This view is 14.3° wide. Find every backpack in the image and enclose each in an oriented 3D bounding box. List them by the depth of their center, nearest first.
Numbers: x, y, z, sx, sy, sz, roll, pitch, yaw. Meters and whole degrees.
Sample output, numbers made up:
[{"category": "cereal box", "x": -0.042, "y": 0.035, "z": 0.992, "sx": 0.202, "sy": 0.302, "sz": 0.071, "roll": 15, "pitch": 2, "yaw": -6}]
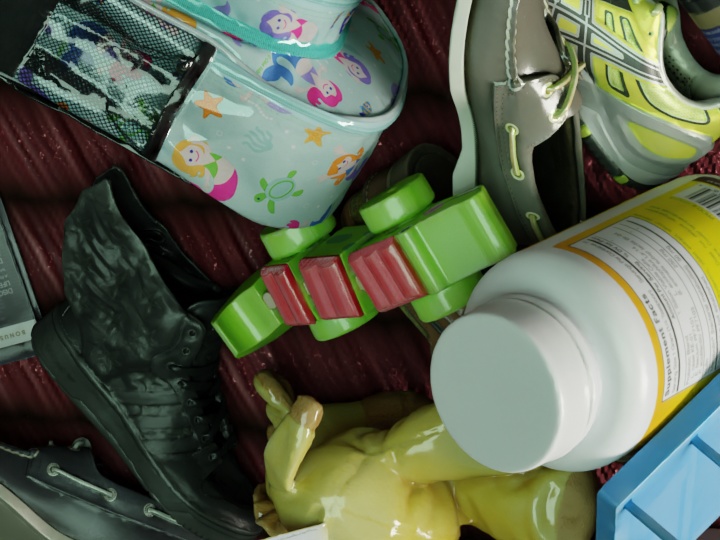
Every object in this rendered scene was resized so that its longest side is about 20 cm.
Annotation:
[{"category": "backpack", "x": -0.070, "y": -0.119, "z": 1.411, "sx": 0.200, "sy": 0.178, "sz": 0.151, "roll": 36, "pitch": 114, "yaw": -8}]

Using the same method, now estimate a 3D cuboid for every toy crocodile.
[{"category": "toy crocodile", "x": 0.000, "y": 0.000, "z": 1.439, "sx": 0.199, "sy": 0.062, "sz": 0.068, "roll": -14, "pitch": 108, "yaw": 47}]

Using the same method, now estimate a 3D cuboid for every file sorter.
[{"category": "file sorter", "x": 0.224, "y": 0.108, "z": 1.393, "sx": 0.200, "sy": 0.139, "sz": 0.123, "roll": -42, "pitch": 66, "yaw": -18}]

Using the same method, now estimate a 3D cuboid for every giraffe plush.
[{"category": "giraffe plush", "x": 0.011, "y": 0.119, "z": 1.492, "sx": 0.199, "sy": 0.162, "sz": 0.174, "roll": 2, "pitch": 100, "yaw": -12}]

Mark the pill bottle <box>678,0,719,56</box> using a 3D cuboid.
[{"category": "pill bottle", "x": 0.254, "y": -0.095, "z": 1.407, "sx": 0.112, "sy": 0.112, "sz": 0.200, "roll": -36, "pitch": 100, "yaw": 16}]

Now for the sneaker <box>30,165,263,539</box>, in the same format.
[{"category": "sneaker", "x": -0.099, "y": 0.049, "z": 1.527, "sx": 0.104, "sy": 0.060, "sz": 0.200, "roll": -41, "pitch": 95, "yaw": 22}]

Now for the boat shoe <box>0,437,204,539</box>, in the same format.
[{"category": "boat shoe", "x": -0.160, "y": 0.126, "z": 1.573, "sx": 0.199, "sy": 0.073, "sz": 0.063, "roll": 31, "pitch": 66, "yaw": 3}]

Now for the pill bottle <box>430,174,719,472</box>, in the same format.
[{"category": "pill bottle", "x": 0.124, "y": 0.029, "z": 1.385, "sx": 0.109, "sy": 0.200, "sz": 0.110, "roll": 17, "pitch": 117, "yaw": 36}]

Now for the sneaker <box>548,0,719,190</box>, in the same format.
[{"category": "sneaker", "x": 0.115, "y": -0.135, "z": 1.428, "sx": 0.076, "sy": 0.076, "sz": 0.200, "roll": -30, "pitch": 113, "yaw": 32}]

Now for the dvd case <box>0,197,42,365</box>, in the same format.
[{"category": "dvd case", "x": -0.267, "y": -0.031, "z": 1.548, "sx": 0.148, "sy": 0.016, "sz": 0.201, "roll": -15, "pitch": 104, "yaw": 11}]

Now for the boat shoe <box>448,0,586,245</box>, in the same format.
[{"category": "boat shoe", "x": 0.079, "y": -0.086, "z": 1.382, "sx": 0.060, "sy": 0.072, "sz": 0.202, "roll": 16, "pitch": 141, "yaw": 17}]

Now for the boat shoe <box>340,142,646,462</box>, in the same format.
[{"category": "boat shoe", "x": 0.071, "y": 0.025, "z": 1.499, "sx": 0.068, "sy": 0.072, "sz": 0.200, "roll": -35, "pitch": 96, "yaw": 39}]

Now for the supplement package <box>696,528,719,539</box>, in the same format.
[{"category": "supplement package", "x": 0.249, "y": 0.213, "z": 1.500, "sx": 0.199, "sy": 0.120, "sz": 0.122, "roll": 2, "pitch": 110, "yaw": 7}]
